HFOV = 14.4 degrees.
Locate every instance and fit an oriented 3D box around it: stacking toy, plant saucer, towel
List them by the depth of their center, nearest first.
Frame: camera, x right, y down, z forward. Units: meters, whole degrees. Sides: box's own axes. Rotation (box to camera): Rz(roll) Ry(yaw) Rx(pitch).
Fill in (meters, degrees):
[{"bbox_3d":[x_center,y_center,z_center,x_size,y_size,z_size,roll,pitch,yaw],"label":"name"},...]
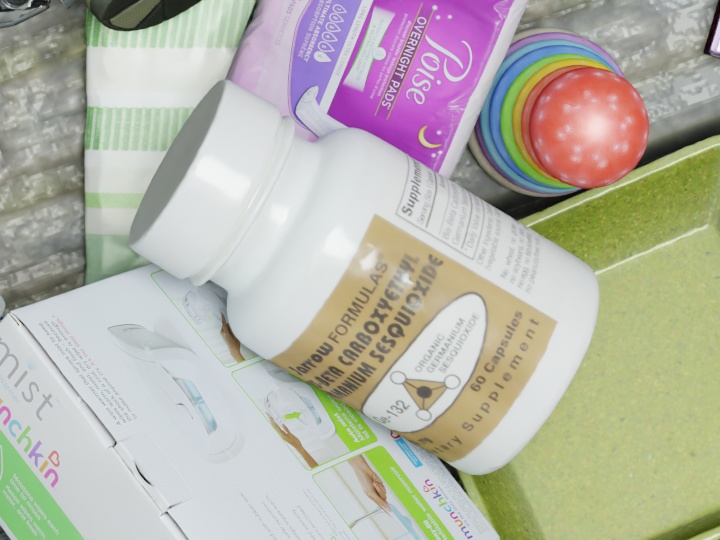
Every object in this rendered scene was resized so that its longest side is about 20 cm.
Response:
[{"bbox_3d":[0.098,-0.073,1.345,0.085,0.200,0.086,0,94,-3],"label":"stacking toy"},{"bbox_3d":[0.136,0.056,1.398,0.199,0.048,0.201,-23,61,-1],"label":"plant saucer"},{"bbox_3d":[-0.062,-0.088,1.426,0.152,0.023,0.201,0,96,-2],"label":"towel"}]

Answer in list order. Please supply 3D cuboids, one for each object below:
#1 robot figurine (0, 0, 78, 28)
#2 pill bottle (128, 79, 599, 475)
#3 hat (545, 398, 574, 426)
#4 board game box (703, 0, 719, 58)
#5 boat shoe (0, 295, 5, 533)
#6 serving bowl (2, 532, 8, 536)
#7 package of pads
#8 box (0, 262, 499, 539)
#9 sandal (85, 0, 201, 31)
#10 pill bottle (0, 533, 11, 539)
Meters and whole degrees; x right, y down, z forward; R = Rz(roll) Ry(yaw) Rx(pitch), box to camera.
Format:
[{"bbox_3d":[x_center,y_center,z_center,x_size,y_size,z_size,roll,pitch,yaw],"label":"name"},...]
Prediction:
[{"bbox_3d":[-0.154,-0.213,1.388,0.145,0.058,0.200,44,91,6],"label":"robot figurine"},{"bbox_3d":[0.000,0.000,1.312,0.199,0.114,0.115,30,92,-13],"label":"pill bottle"},{"bbox_3d":[0.170,0.143,1.419,0.200,0.081,0.202,-5,62,9],"label":"hat"},{"bbox_3d":[0.257,-0.189,1.432,0.119,0.032,0.201,16,94,0],"label":"board game box"},{"bbox_3d":[-0.204,0.034,1.394,0.068,0.072,0.201,-13,80,-6],"label":"boat shoe"},{"bbox_3d":[-0.113,0.183,1.421,0.199,0.066,0.201,0,94,-4],"label":"serving bowl"},{"bbox_3d":[0.015,-0.128,1.337,0.120,0.076,0.201,21,125,-3],"label":"package of pads"},{"bbox_3d":[-0.066,0.098,1.325,0.200,0.176,0.097,51,129,15],"label":"box"},{"bbox_3d":[-0.054,-0.191,1.373,0.201,0.080,0.057,-33,65,-8],"label":"sandal"},{"bbox_3d":[-0.116,0.217,1.334,0.199,0.112,0.113,30,92,-5],"label":"pill bottle"}]
